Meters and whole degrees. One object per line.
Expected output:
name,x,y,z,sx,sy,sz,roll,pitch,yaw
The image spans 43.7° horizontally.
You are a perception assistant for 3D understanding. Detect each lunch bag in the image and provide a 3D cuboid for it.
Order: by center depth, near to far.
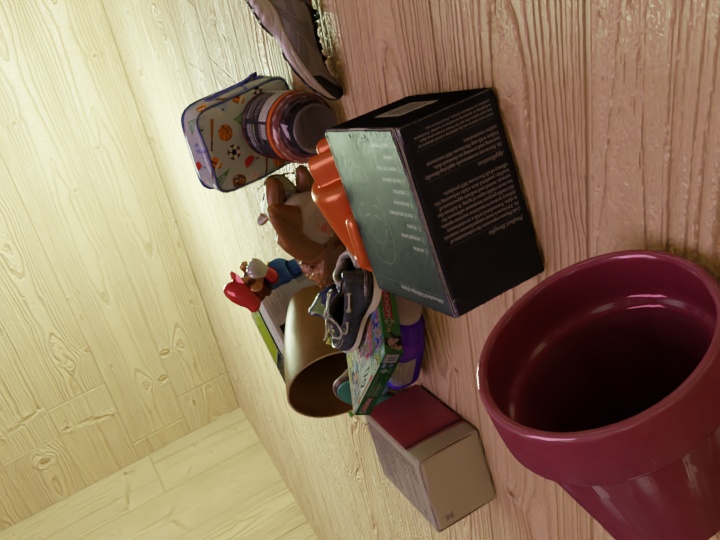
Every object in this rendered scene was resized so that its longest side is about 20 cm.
lunch bag,-0.189,-0.230,1.466,0.075,0.198,0.163,14,129,50

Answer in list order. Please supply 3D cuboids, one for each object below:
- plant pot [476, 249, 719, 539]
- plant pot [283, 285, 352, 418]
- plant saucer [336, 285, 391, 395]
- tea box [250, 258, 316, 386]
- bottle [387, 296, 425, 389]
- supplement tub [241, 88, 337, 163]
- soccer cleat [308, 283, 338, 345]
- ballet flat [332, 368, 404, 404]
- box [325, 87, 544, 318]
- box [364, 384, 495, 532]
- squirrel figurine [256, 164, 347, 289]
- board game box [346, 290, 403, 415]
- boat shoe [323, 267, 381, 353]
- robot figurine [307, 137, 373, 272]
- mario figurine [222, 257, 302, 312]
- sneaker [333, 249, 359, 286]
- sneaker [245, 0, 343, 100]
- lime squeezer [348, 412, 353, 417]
plant pot,0.216,0.115,0.713,0.180,0.199,0.199,56,169,-27
plant pot,-0.069,0.133,1.652,0.189,0.182,0.202,84,168,-47
plant saucer,0.024,0.097,1.462,0.019,0.069,0.204,-10,108,47
tea box,-0.130,0.112,1.849,0.203,0.131,0.198,60,162,18
bottle,0.061,0.104,1.356,0.201,0.064,0.085,95,152,-58
supplement tub,-0.104,-0.217,1.355,0.199,0.105,0.109,23,136,62
soccer cleat,-0.014,0.107,1.500,0.201,0.083,0.065,52,179,-30
ballet flat,0.010,0.192,1.509,0.199,0.068,0.068,34,-155,-50
box,0.074,-0.078,0.966,0.199,0.122,0.201,20,131,66
box,0.104,0.285,1.397,0.199,0.107,0.130,31,142,62
squirrel figurine,-0.098,-0.071,1.471,0.186,0.140,0.203,22,142,56
board game box,0.017,0.107,1.311,0.201,0.028,0.137,112,154,-54
boat shoe,-0.020,0.059,1.280,0.201,0.060,0.077,118,150,-60
robot figurine,0.014,-0.078,1.123,0.201,0.116,0.144,53,177,-26
mario figurine,-0.173,-0.006,1.701,0.106,0.197,0.125,48,156,42
sneaker,0.000,0.000,1.346,0.079,0.098,0.201,58,162,22
sneaker,-0.078,-0.317,1.208,0.202,0.079,0.074,54,-175,-22
lime squeezer,-0.068,0.232,2.014,0.202,0.037,0.070,58,-167,23
